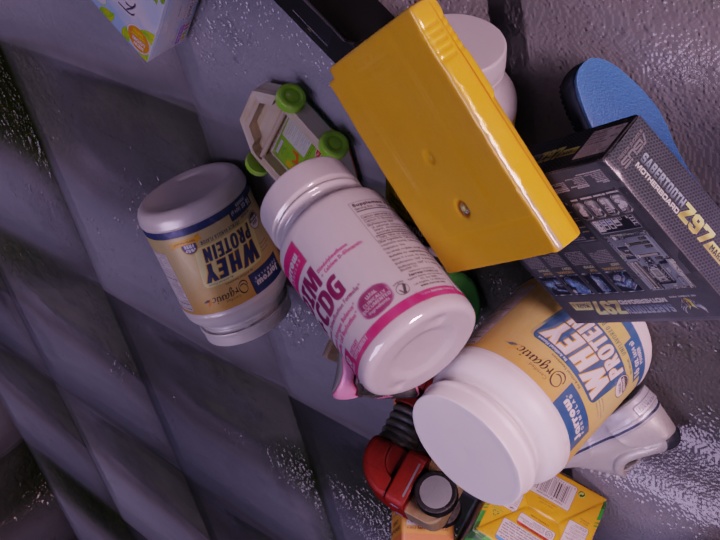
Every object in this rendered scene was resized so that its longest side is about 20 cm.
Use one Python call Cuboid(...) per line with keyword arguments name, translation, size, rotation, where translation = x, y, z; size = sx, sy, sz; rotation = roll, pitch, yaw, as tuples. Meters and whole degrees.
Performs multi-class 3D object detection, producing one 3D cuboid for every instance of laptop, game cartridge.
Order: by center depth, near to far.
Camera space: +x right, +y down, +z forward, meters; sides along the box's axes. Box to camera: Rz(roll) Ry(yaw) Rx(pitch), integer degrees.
Cuboid(name="game cartridge", translation=(0.063, -0.094, 0.829), size=(0.200, 0.032, 0.176), rotation=(58, 158, -8))
Cuboid(name="laptop", translation=(-0.053, -0.237, 0.984), size=(0.177, 0.103, 0.200), rotation=(47, 157, 7))

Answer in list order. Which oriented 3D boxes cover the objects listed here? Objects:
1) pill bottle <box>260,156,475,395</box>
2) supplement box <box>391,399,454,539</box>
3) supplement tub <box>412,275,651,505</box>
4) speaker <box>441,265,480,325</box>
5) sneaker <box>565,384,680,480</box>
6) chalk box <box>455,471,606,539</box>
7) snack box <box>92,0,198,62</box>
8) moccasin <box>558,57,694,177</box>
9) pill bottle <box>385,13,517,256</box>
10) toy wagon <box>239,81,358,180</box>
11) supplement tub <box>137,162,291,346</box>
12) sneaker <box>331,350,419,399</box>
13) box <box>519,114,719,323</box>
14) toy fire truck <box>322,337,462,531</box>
Cuboid(name="pill bottle", translation=(0.000, 0.000, 0.945), size=(0.200, 0.113, 0.114), rotation=(53, 155, 31))
Cuboid(name="supplement box", translation=(0.072, 0.235, 1.269), size=(0.068, 0.201, 0.067), rotation=(7, 154, -8))
Cuboid(name="supplement tub", translation=(0.157, 0.103, 0.994), size=(0.144, 0.200, 0.145), rotation=(34, 146, 26))
Cuboid(name="speaker", translation=(0.038, 0.035, 1.198), size=(0.200, 0.088, 0.089), rotation=(3, 126, 52))
Cuboid(name="sneaker", translation=(0.242, 0.180, 1.094), size=(0.071, 0.073, 0.200), rotation=(52, 150, 4))
Cuboid(name="chalk box", translation=(0.178, 0.319, 1.258), size=(0.124, 0.124, 0.200), rotation=(29, 146, 8))
Cuboid(name="snack box", translation=(-0.261, -0.358, 1.190), size=(0.200, 0.068, 0.169), rotation=(50, 150, 4))
Cuboid(name="moccasin", translation=(0.211, -0.070, 0.854), size=(0.200, 0.080, 0.068), rotation=(57, 154, -8))
Cuboid(name="pill bottle", translation=(0.078, -0.116, 0.949), size=(0.112, 0.112, 0.200), rotation=(33, 146, 28))
Cuboid(name="toy wagon", translation=(-0.056, -0.114, 1.208), size=(0.200, 0.040, 0.155), rotation=(47, 150, 5))
Cuboid(name="supplement tub", translation=(-0.179, -0.019, 1.374), size=(0.144, 0.144, 0.201), rotation=(11, 132, 48))
Cuboid(name="sneaker", translation=(0.032, 0.087, 1.047), size=(0.095, 0.200, 0.079), rotation=(6, 99, 7))
Cuboid(name="box", translation=(0.185, -0.029, 0.823), size=(0.158, 0.051, 0.200), rotation=(46, 161, -14))
Cuboid(name="toy fire truck", translation=(0.044, 0.163, 1.195), size=(0.199, 0.176, 0.129), rotation=(26, 164, 18))
